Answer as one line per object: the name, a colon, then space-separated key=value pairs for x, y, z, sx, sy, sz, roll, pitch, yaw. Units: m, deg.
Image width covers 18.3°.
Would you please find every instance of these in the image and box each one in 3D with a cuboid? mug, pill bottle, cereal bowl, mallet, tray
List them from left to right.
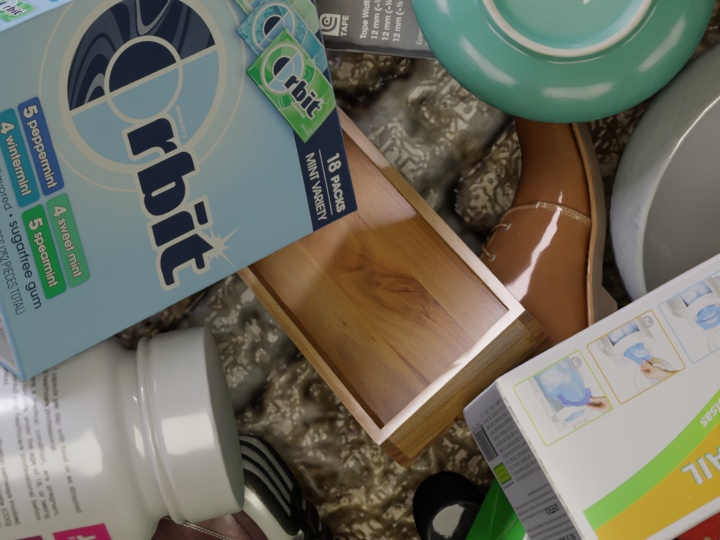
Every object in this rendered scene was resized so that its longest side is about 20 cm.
pill bottle: x=-0.164 y=0.093 z=1.117 sx=0.199 sy=0.113 sz=0.114 roll=-12 pitch=96 yaw=3
tray: x=0.000 y=0.000 z=1.158 sx=0.099 sy=0.037 sz=0.200 roll=-43 pitch=53 yaw=2
mug: x=0.084 y=-0.151 z=1.098 sx=0.184 sy=0.114 sz=0.153 roll=8 pitch=96 yaw=1
mallet: x=0.125 y=0.122 z=1.234 sx=0.199 sy=0.066 sz=0.041 roll=-10 pitch=101 yaw=-12
cereal bowl: x=0.214 y=-0.045 z=1.167 sx=0.199 sy=0.083 sz=0.201 roll=-11 pitch=123 yaw=-18

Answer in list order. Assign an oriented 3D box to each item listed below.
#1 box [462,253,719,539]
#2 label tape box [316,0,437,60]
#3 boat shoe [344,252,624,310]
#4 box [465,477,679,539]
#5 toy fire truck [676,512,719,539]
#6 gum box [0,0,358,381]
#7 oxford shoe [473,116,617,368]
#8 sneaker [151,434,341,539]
box: x=0.163 y=0.055 z=1.056 sx=0.200 sy=0.113 sz=0.102 roll=-28 pitch=83 yaw=-11
label tape box: x=0.039 y=-0.183 z=1.186 sx=0.199 sy=0.066 sz=0.144 roll=6 pitch=96 yaw=3
boat shoe: x=0.084 y=0.044 z=1.207 sx=0.199 sy=0.066 sz=0.074 roll=25 pitch=59 yaw=6
box: x=0.117 y=0.228 z=1.163 sx=0.176 sy=0.097 sz=0.201 roll=26 pitch=93 yaw=-11
toy fire truck: x=0.249 y=0.094 z=1.180 sx=0.200 sy=0.049 sz=0.141 roll=20 pitch=107 yaw=-31
gum box: x=-0.106 y=-0.066 z=1.073 sx=0.200 sy=0.045 sz=0.170 roll=-28 pitch=123 yaw=-26
oxford shoe: x=0.091 y=-0.014 z=1.163 sx=0.071 sy=0.071 sz=0.201 roll=-1 pitch=62 yaw=-3
sneaker: x=-0.056 y=0.190 z=1.221 sx=0.115 sy=0.076 sz=0.200 roll=-28 pitch=108 yaw=14
